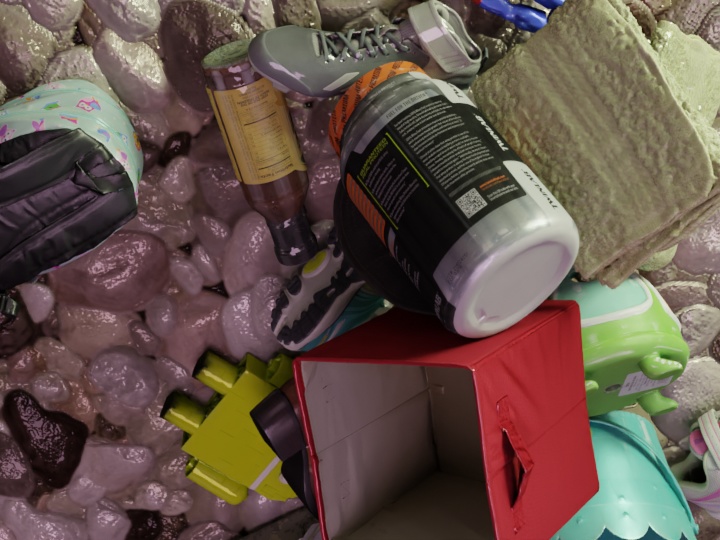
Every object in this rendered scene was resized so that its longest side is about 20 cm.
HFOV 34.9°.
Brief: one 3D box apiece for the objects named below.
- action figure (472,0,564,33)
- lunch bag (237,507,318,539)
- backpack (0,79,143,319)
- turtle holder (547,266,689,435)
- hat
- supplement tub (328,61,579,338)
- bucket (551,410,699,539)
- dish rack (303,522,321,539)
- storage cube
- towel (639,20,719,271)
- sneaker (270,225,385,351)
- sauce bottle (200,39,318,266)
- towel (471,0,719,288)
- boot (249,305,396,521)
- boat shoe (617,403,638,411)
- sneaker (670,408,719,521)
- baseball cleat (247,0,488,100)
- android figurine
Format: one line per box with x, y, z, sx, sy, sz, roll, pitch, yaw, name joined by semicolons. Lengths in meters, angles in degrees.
0.161;-0.200;0.933;0.197;0.100;0.066;20;119;-16;action figure
-0.081;0.370;1.213;0.198;0.169;0.140;-26;119;12;lunch bag
-0.283;-0.074;0.973;0.197;0.128;0.168;-23;130;11;backpack
0.199;0.072;1.046;0.184;0.134;0.141;-27;149;21;turtle holder
0.073;-0.026;0.970;0.197;0.203;0.081;-4;147;1;hat
0.064;-0.059;0.870;0.121;0.201;0.123;-26;150;-17;supplement tub
0.221;0.237;1.129;0.203;0.137;0.208;-5;146;-4;bucket
0.018;0.229;1.133;0.043;0.200;0.173;38;96;22;dish rack
0.077;0.128;0.934;0.197;0.179;0.174;-1;104;37;storage cube
0.247;-0.098;0.958;0.147;0.036;0.203;3;107;-50;towel
0.000;0.000;1.067;0.200;0.078;0.079;-43;147;14;sneaker
-0.082;-0.099;1.001;0.064;0.065;0.203;-12;121;5;sauce bottle
0.185;-0.103;0.881;0.148;0.036;0.202;-38;78;27;towel
0.004;0.141;1.129;0.199;0.068;0.190;-34;124;-14;boot
0.193;0.128;1.137;0.199;0.075;0.076;-12;126;5;boat shoe
0.385;0.175;1.164;0.087;0.082;0.202;16;118;-13;sneaker
0.011;-0.184;0.929;0.197;0.071;0.107;3;144;-28;baseball cleat
-0.099;0.166;1.168;0.199;0.041;0.182;35;113;-18;android figurine
